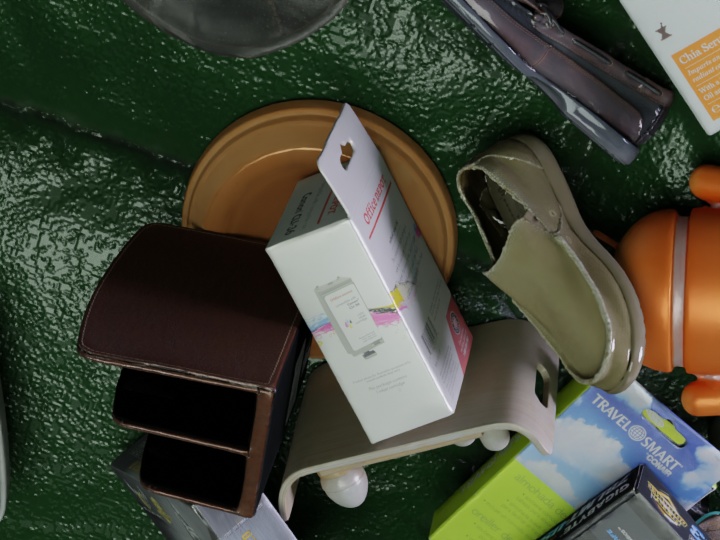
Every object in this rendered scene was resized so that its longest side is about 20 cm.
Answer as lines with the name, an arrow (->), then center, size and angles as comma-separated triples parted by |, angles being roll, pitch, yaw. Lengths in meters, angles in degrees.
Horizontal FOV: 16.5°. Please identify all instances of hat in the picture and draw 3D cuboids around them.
hat -> -0.083, -0.238, 1.596 | 0.200, 0.081, 0.201 | 4, 108, 11

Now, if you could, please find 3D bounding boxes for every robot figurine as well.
robot figurine -> 0.256, 0.013, 1.697 | 0.199, 0.117, 0.144 | 2, 130, 10

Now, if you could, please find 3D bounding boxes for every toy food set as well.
toy food set -> 0.042, 0.110, 1.761 | 0.200, 0.144, 0.061 | -14, 116, 15

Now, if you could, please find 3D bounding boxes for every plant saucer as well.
plant saucer -> -0.032, -0.023, 1.769 | 0.200, 0.037, 0.201 | 3, 116, 7

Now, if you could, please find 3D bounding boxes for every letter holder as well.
letter holder -> -0.115, 0.061, 1.690 | 0.142, 0.200, 0.101 | 12, 117, 4

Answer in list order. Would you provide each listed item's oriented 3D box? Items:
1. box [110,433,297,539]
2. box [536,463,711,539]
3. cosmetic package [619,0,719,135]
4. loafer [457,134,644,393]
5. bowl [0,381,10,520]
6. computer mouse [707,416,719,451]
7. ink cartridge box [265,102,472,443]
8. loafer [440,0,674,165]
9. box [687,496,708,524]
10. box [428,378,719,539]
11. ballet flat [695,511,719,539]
box -> -0.092, 0.200, 1.803 | 0.048, 0.200, 0.159 | -40, 108, -15
box -> 0.187, 0.269, 1.769 | 0.198, 0.050, 0.200 | -39, 99, 22
cosmetic package -> 0.218, -0.201, 1.623 | 0.101, 0.071, 0.200 | -30, 107, 21
loafer -> 0.122, -0.001, 1.671 | 0.067, 0.200, 0.076 | -9, 147, -31
bowl -> -0.356, 0.098, 1.859 | 0.199, 0.075, 0.200 | 0, 115, 8
computer mouse -> 0.305, 0.175, 1.817 | 0.059, 0.034, 0.200 | -29, 115, -3
ink cartridge box -> 0.000, 0.000, 1.690 | 0.067, 0.117, 0.200 | -21, 110, 19
loafer -> 0.126, -0.155, 1.671 | 0.200, 0.072, 0.063 | 41, 95, -17
box -> 0.146, 0.210, 1.854 | 0.143, 0.036, 0.200 | 31, 118, -7
box -> 0.158, 0.157, 1.780 | 0.122, 0.048, 0.200 | 39, 114, -12
ballet flat -> 0.222, 0.264, 1.820 | 0.068, 0.067, 0.200 | 10, 126, -37
